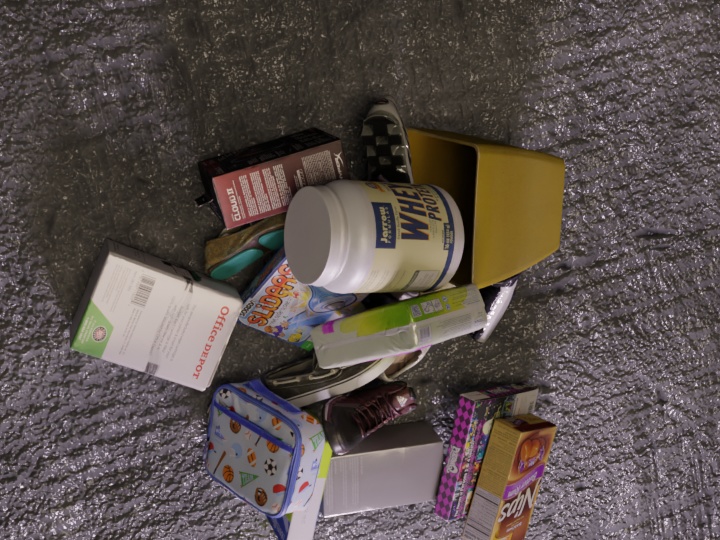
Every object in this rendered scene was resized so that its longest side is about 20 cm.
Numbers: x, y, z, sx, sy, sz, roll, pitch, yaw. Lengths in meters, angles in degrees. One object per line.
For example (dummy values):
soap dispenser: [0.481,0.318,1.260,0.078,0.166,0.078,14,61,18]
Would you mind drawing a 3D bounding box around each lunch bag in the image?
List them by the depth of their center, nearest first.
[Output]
lunch bag: [-0.145,0.248,1.445,0.075,0.199,0.161,-4,111,-49]

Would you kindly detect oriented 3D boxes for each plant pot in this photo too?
plant pot: [0.182,-0.099,1.452,0.175,0.200,0.201,-7,107,-27]

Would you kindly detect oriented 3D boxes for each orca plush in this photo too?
orca plush: [0.181,0.041,1.512,0.071,0.200,0.105,36,77,13]

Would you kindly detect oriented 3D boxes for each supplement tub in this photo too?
supplement tub: [0.017,-0.043,1.296,0.199,0.145,0.146,0,106,-32]

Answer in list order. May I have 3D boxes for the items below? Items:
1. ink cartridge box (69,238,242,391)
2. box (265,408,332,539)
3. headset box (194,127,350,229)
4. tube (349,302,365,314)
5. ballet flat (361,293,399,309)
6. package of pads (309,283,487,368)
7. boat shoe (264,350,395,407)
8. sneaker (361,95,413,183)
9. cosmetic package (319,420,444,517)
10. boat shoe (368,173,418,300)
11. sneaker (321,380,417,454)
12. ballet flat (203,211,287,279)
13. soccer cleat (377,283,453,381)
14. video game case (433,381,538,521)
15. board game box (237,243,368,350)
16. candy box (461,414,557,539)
ink cartridge box: [-0.284,0.063,1.403,0.199,0.084,0.147,22,98,-21]
box: [-0.095,0.322,1.512,0.047,0.122,0.201,8,102,-22]
headset box: [-0.128,-0.125,1.364,0.199,0.149,0.075,-18,108,-12]
tube: [-0.065,0.001,1.476,0.058,0.052,0.201,-16,120,28]
ballet flat: [0.000,0.000,1.458,0.057,0.067,0.200,-34,133,6]
package of pads: [0.054,0.076,1.358,0.154,0.199,0.069,-13,88,-43]
boat shoe: [-0.047,0.145,1.485,0.199,0.071,0.064,-23,109,10]
sneaker: [0.044,-0.159,1.451,0.074,0.089,0.201,4,130,7]
cosmetic package: [0.026,0.307,1.567,0.199,0.090,0.108,-4,107,-19]
boat shoe: [0.046,-0.045,1.436,0.092,0.075,0.200,-31,117,19]
sneaker: [0.020,0.199,1.465,0.115,0.200,0.076,-20,95,17]
ballet flat: [-0.137,-0.052,1.392,0.199,0.071,0.071,-24,114,24]
soccer cleat: [0.093,0.090,1.529,0.069,0.078,0.200,41,90,-22]
video game case: [0.201,0.283,1.594,0.181,0.036,0.201,-3,109,-48]
board game box: [-0.081,0.033,1.419,0.135,0.035,0.200,23,139,-20]
candy box: [0.235,0.332,1.584,0.116,0.056,0.201,2,106,-51]
